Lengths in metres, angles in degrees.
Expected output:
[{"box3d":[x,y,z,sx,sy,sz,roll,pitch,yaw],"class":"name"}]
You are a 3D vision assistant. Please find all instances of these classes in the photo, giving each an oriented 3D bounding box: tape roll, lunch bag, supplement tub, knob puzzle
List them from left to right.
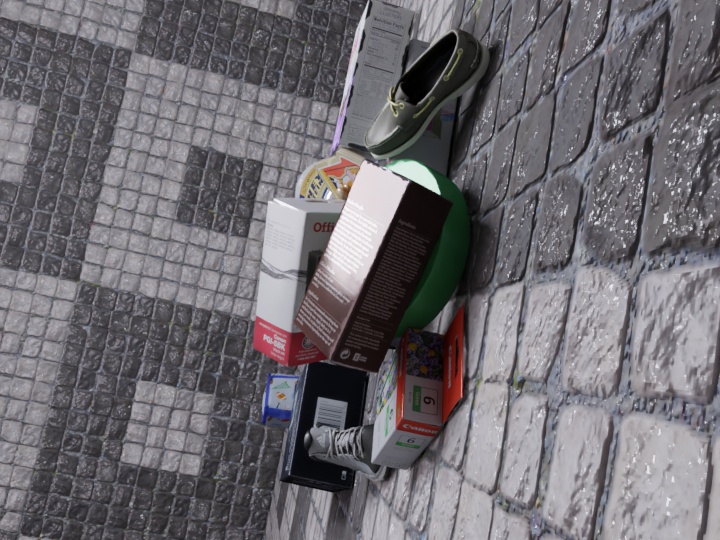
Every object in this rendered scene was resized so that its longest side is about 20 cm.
[{"box3d":[-0.141,0.303,1.569,0.200,0.164,0.128,-169,86,-84],"class":"lunch bag"},{"box3d":[-0.028,-0.115,1.184,0.199,0.141,0.149,34,112,63],"class":"supplement tub"},{"box3d":[0.017,-0.083,0.984,0.030,0.220,0.220,-41,-6,-21],"class":"knob puzzle"},{"box3d":[0.042,-0.026,0.815,0.198,0.047,0.206,-26,56,45],"class":"tape roll"}]

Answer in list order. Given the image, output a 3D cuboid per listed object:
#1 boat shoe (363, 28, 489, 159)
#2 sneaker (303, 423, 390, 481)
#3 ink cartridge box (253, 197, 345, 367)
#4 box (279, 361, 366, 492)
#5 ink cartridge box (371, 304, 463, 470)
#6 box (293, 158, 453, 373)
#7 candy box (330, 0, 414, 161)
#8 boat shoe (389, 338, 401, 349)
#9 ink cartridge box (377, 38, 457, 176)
[{"box3d":[0.069,-0.220,0.864,0.200,0.059,0.074,-39,52,30],"class":"boat shoe"},{"box3d":[-0.022,0.247,0.958,0.201,0.112,0.077,120,161,-67],"class":"sneaker"},{"box3d":[-0.058,0.012,0.933,0.082,0.144,0.207,19,107,42],"class":"ink cartridge box"},{"box3d":[-0.070,0.289,1.258,0.201,0.114,0.203,118,162,-68],"class":"box"},{"box3d":[0.060,0.130,0.762,0.202,0.049,0.111,111,168,-53],"class":"ink cartridge box"},{"box3d":[0.010,-0.006,0.749,0.100,0.074,0.205,35,104,53],"class":"box"},{"box3d":[0.013,-0.269,1.021,0.168,0.069,0.206,-155,77,-83],"class":"candy box"},{"box3d":[0.046,0.014,0.886,0.075,0.090,0.205,-94,17,-63],"class":"boat shoe"},{"box3d":[0.079,-0.199,0.998,0.145,0.082,0.206,127,155,-74],"class":"ink cartridge box"}]
